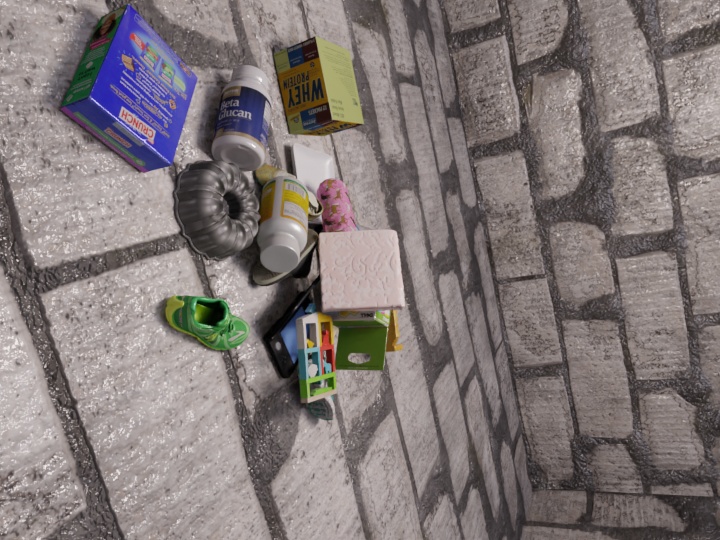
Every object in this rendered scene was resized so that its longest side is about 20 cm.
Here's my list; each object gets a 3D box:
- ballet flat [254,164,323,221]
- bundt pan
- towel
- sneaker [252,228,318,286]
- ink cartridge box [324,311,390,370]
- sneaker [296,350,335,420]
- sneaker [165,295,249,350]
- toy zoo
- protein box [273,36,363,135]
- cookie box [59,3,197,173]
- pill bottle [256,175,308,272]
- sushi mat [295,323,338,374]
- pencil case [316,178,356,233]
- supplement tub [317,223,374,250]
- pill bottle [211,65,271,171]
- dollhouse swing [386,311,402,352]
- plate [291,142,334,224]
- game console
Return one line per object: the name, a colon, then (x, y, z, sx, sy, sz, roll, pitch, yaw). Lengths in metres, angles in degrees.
ballet flat: (-0.161, -0.189, 1.258, 0.199, 0.070, 0.072, 40, 47, -38)
bundt pan: (-0.269, -0.125, 1.054, 0.201, 0.074, 0.207, 30, 56, -58)
towel: (0.000, 0.000, 1.196, 0.032, 0.185, 0.204, 92, -5, -60)
sneaker: (-0.167, -0.002, 1.224, 0.200, 0.074, 0.108, -42, 153, -38)
ink cartridge box: (-0.010, 0.124, 1.242, 0.075, 0.145, 0.205, 34, 57, -53)
sneaker: (-0.088, 0.270, 1.262, 0.092, 0.076, 0.204, -58, 149, -49)
sneaker: (-0.267, 0.099, 0.982, 0.199, 0.082, 0.076, 35, 52, -56)
toy zoo: (-0.096, 0.174, 1.159, 0.131, 0.020, 0.206, 8, 77, -65)
protein box: (-0.106, -0.478, 1.411, 0.198, 0.132, 0.205, -24, 103, -63)
cookie box: (-0.377, -0.300, 0.891, 0.171, 0.074, 0.205, 44, 44, -50)
pill bottle: (-0.169, -0.100, 1.160, 0.113, 0.110, 0.203, 52, 26, -44)
sushi mat: (-0.103, 0.189, 1.303, 0.097, 0.012, 0.202, 75, 32, -43)
pencil case: (-0.061, -0.137, 1.338, 0.086, 0.081, 0.204, 41, 31, -48)
supplement tub: (-0.018, -0.062, 1.469, 0.199, 0.129, 0.136, 9, 74, -61)
pill bottle: (-0.245, -0.323, 1.118, 0.111, 0.109, 0.205, 37, 50, -54)
dollhouse swing: (0.098, 0.139, 1.616, 0.173, 0.180, 0.206, 0, 81, -42)
plate: (-0.123, -0.219, 1.414, 0.199, 0.032, 0.205, -2, 85, -63)
game console: (-0.124, 0.118, 1.223, 0.201, 0.114, 0.179, -52, 128, -54)
